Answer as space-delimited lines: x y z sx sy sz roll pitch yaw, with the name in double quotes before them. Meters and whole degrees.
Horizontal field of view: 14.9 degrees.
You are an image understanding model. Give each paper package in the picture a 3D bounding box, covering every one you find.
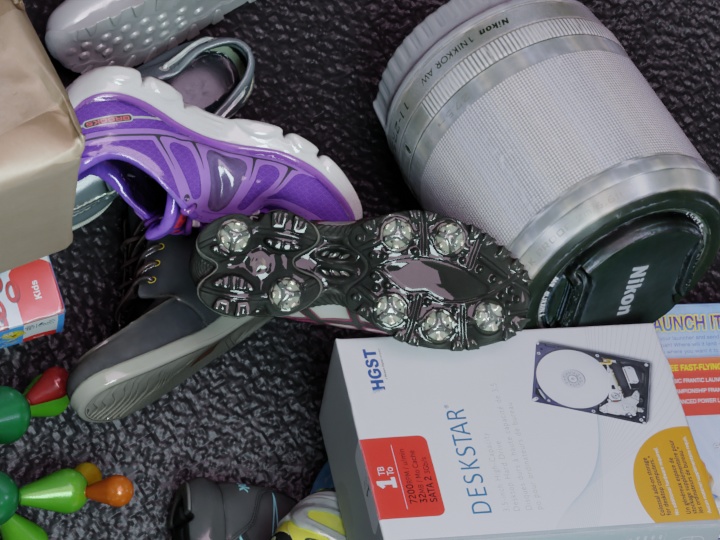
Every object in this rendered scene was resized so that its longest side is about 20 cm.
"paper package" -0.257 -0.045 1.479 0.199 0.191 0.104 -22 79 -12

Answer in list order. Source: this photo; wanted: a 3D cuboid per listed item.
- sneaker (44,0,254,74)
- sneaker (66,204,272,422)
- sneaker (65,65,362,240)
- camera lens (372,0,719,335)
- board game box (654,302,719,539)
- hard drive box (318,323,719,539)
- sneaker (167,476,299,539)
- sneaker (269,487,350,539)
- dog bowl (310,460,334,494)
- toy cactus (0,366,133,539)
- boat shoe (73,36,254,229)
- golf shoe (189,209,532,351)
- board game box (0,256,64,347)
"sneaker" -0.122 -0.192 1.730 0.200 0.076 0.081 -30 76 -27
"sneaker" -0.129 0.013 1.652 0.106 0.075 0.200 51 39 6
"sneaker" -0.094 -0.047 1.635 0.199 0.081 0.084 20 62 -23
"camera lens" 0.117 -0.061 1.691 0.159 0.160 0.200 -17 56 -22
"board game box" 0.207 0.122 1.760 0.199 0.056 0.197 -1 76 -19
"hard drive box" 0.089 0.116 1.598 0.199 0.077 0.156 -3 48 -14
"sneaker" -0.068 0.221 1.632 0.079 0.075 0.201 3 76 -20
"sneaker" 0.010 0.225 1.608 0.200 0.075 0.076 52 37 8
"dog bowl" 0.046 0.191 1.691 0.111 0.050 0.201 -21 84 -22
"toy cactus" -0.218 0.121 1.575 0.200 0.102 0.165 -59 137 -30
"boat shoe" -0.147 -0.086 1.691 0.200 0.062 0.073 -33 91 -22
"golf shoe" 0.000 0.000 1.602 0.199 0.088 0.078 9 89 -7
"board game box" -0.294 -0.036 1.606 0.195 0.056 0.201 -17 82 -11
